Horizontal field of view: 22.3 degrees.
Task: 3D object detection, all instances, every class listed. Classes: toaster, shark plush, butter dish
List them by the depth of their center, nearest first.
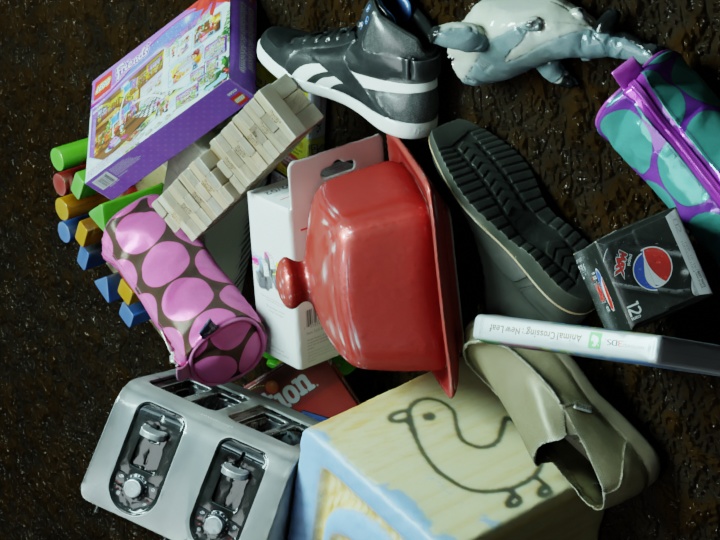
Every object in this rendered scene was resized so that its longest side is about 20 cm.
[{"bbox_3d":[0.151,-0.180,1.434,0.199,0.091,0.084,-1,128,31],"label":"shark plush"},{"bbox_3d":[0.000,0.000,1.569,0.200,0.147,0.201,-118,19,-68],"label":"butter dish"},{"bbox_3d":[-0.125,0.179,1.652,0.180,0.200,0.119,23,98,15],"label":"toaster"}]

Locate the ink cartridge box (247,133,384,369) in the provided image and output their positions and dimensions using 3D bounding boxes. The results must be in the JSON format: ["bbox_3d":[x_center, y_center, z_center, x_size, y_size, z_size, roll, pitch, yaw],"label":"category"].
[{"bbox_3d":[-0.036,-0.025,1.674,0.068,0.115,0.202,24,125,46],"label":"ink cartridge box"}]

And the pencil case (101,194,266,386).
[{"bbox_3d":[-0.171,0.018,1.710,0.200,0.093,0.091,50,166,39],"label":"pencil case"}]

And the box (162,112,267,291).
[{"bbox_3d":[-0.149,-0.056,1.802,0.082,0.068,0.201,46,138,30],"label":"box"}]

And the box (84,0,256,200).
[{"bbox_3d":[-0.179,-0.171,1.733,0.199,0.039,0.138,-31,43,31],"label":"box"}]

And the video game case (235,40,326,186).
[{"bbox_3d":[-0.105,-0.136,1.785,0.200,0.025,0.182,33,131,40],"label":"video game case"}]

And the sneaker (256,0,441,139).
[{"bbox_3d":[-0.004,-0.203,1.592,0.199,0.073,0.113,29,126,31],"label":"sneaker"}]

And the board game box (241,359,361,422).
[{"bbox_3d":[-0.094,0.161,1.749,0.199,0.019,0.103,-32,99,13],"label":"board game box"}]

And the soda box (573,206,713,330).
[{"bbox_3d":[0.203,0.003,1.337,0.200,0.063,0.071,34,-147,-86],"label":"soda box"}]

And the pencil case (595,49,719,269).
[{"bbox_3d":[0.254,-0.062,1.302,0.085,0.092,0.200,-42,66,12],"label":"pencil case"}]

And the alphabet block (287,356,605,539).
[{"bbox_3d":[0.072,0.225,1.588,0.195,0.199,0.198,38,134,33],"label":"alphabet block"}]

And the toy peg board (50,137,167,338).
[{"bbox_3d":[-0.266,-0.044,1.975,0.200,0.097,0.200,50,140,25],"label":"toy peg board"}]

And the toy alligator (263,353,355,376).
[{"bbox_3d":[-0.057,0.086,1.812,0.054,0.060,0.199,37,155,-29],"label":"toy alligator"}]

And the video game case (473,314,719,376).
[{"bbox_3d":[0.214,0.060,1.335,0.181,0.199,0.022,6,86,50],"label":"video game case"}]

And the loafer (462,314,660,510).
[{"bbox_3d":[0.156,0.116,1.495,0.200,0.067,0.076,41,146,8],"label":"loafer"}]

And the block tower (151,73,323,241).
[{"bbox_3d":[-0.110,-0.100,1.648,0.054,0.058,0.200,49,136,-1],"label":"block tower"}]

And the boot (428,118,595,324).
[{"bbox_3d":[0.108,-0.014,1.535,0.201,0.077,0.139,55,146,20],"label":"boot"}]
